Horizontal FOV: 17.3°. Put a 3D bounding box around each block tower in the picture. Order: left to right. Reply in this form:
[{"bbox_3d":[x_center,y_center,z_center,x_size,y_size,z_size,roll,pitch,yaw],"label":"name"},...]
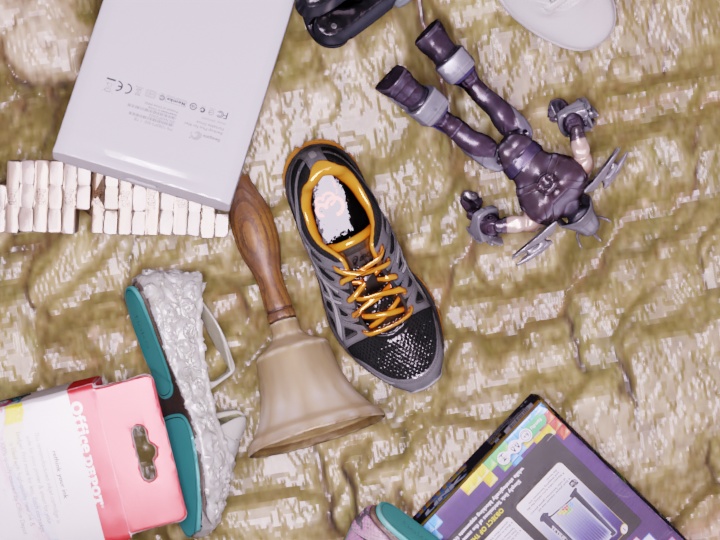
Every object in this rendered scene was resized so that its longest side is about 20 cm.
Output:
[{"bbox_3d":[-0.195,-0.053,1.717,0.199,0.054,0.058,3,93,-3],"label":"block tower"}]

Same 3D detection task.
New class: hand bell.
[{"bbox_3d":[-0.060,0.027,1.724,0.104,0.104,0.201,-17,80,-1],"label":"hand bell"}]

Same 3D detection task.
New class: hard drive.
[{"bbox_3d":[-0.128,-0.155,1.699,0.131,0.026,0.201,17,74,-1],"label":"hard drive"}]

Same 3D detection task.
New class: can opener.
[{"bbox_3d":[0.036,-0.234,1.717,0.200,0.079,0.063,-38,99,-13],"label":"can opener"}]

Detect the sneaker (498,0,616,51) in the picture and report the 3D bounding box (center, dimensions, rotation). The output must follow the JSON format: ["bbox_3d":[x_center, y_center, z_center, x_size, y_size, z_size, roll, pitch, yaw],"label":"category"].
[{"bbox_3d":[0.122,-0.225,1.682,0.075,0.089,0.200,-38,118,4],"label":"sneaker"}]

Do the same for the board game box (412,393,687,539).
[{"bbox_3d":[0.120,0.219,1.740,0.165,0.057,0.200,44,90,-5],"label":"board game box"}]

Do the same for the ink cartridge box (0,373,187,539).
[{"bbox_3d":[-0.233,0.148,1.717,0.199,0.067,0.117,-14,93,-2],"label":"ink cartridge box"}]

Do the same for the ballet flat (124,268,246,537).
[{"bbox_3d":[-0.117,0.092,1.723,0.072,0.072,0.201,-13,93,-2],"label":"ballet flat"}]

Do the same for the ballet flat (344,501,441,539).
[{"bbox_3d":[0.074,0.240,1.685,0.200,0.069,0.071,30,109,0],"label":"ballet flat"}]

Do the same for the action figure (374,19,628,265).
[{"bbox_3d":[0.107,-0.092,1.724,0.200,0.069,0.130,43,83,-7],"label":"action figure"}]

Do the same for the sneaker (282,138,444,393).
[{"bbox_3d":[0.000,0.000,1.716,0.078,0.077,0.200,-29,95,-2],"label":"sneaker"}]
